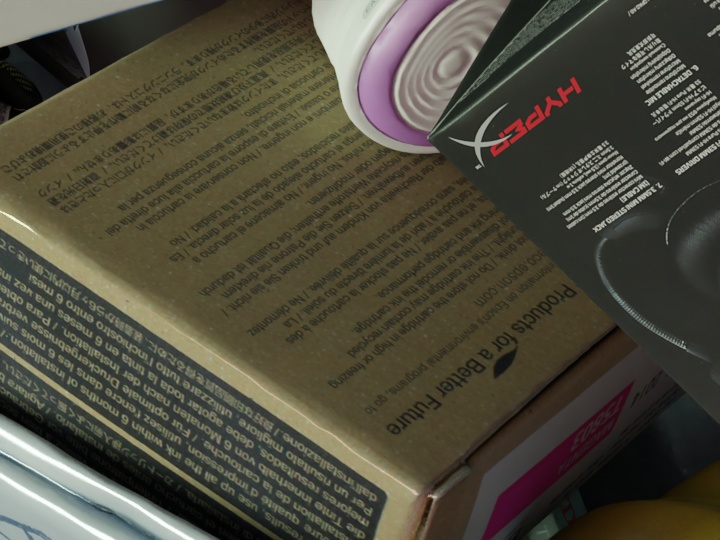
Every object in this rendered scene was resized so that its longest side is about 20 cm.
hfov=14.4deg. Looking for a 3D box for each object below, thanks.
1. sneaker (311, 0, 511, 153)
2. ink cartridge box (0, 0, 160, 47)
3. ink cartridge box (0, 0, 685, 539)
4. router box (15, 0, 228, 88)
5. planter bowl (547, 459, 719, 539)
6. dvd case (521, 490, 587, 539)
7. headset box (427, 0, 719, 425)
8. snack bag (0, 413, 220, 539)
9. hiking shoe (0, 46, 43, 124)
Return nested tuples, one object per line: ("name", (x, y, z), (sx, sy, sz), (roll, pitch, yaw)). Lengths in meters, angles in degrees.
("sneaker", (0.057, -0.127, 0.775), (0.200, 0.100, 0.075), (-43, 126, 10))
("ink cartridge box", (-0.102, -0.168, 0.786), (0.115, 0.067, 0.202), (-11, 70, 38))
("ink cartridge box", (0.000, 0.000, 0.794), (0.164, 0.200, 0.075), (34, 129, 19))
("router box", (-0.089, -0.155, 0.888), (0.200, 0.052, 0.158), (40, 124, 15))
("planter bowl", (0.139, 0.103, 0.792), (0.199, 0.084, 0.201), (26, 157, 12))
("dvd case", (-0.006, 0.106, 0.931), (0.199, 0.022, 0.147), (-15, 99, 36))
("headset box", (0.140, -0.017, 0.660), (0.200, 0.075, 0.148), (43, 132, -10))
("snack bag", (-0.034, 0.123, 0.774), (0.188, 0.021, 0.201), (24, 150, 32))
("hiking shoe", (-0.153, -0.056, 0.904), (0.100, 0.200, 0.076), (26, 101, -8))
